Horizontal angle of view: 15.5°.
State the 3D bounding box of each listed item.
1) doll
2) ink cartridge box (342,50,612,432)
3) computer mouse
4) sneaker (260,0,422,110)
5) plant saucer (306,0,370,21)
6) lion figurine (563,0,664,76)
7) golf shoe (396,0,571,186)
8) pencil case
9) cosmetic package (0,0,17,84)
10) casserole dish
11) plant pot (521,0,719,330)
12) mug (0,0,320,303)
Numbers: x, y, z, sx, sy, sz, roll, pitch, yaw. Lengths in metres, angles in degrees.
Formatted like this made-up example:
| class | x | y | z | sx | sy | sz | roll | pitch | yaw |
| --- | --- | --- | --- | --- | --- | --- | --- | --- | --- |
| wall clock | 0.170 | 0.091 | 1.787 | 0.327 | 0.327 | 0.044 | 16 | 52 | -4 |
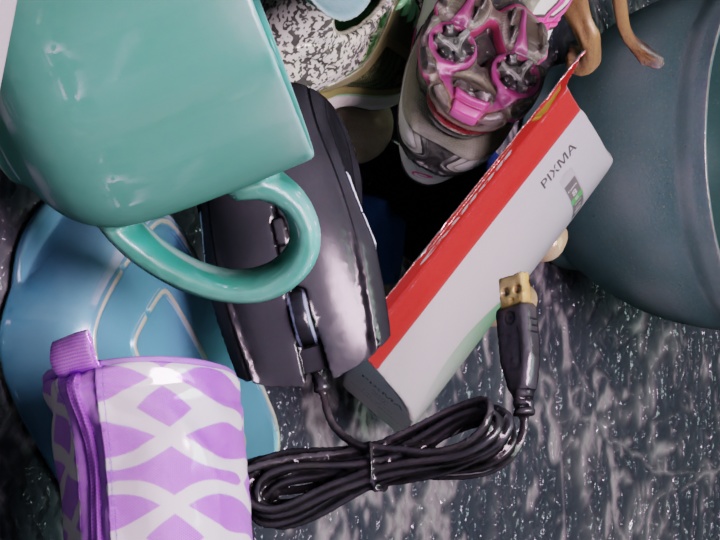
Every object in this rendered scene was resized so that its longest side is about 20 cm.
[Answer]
| class | x | y | z | sx | sy | sz | roll | pitch | yaw |
| --- | --- | --- | --- | --- | --- | --- | --- | --- | --- |
| doll | 0.037 | -0.035 | 1.348 | 0.200 | 0.048 | 0.137 | 42 | 70 | -51 |
| ink cartridge box | 0.059 | -0.008 | 1.233 | 0.161 | 0.050 | 0.200 | -52 | 179 | -10 |
| computer mouse | 0.000 | 0.000 | 1.104 | 0.046 | 0.139 | 0.201 | 65 | 16 | -68 |
| sneaker | 0.004 | -0.121 | 1.231 | 0.077 | 0.089 | 0.200 | 50 | 33 | 3 |
| plant saucer | -0.034 | -0.202 | 1.096 | 0.201 | 0.038 | 0.202 | -5 | 90 | -72 |
| lion figurine | 0.085 | -0.193 | 1.342 | 0.072 | 0.200 | 0.123 | -43 | 159 | -28 |
| golf shoe | 0.061 | -0.130 | 1.245 | 0.201 | 0.072 | 0.092 | -64 | -175 | -32 |
| pencil case | -0.083 | 0.130 | 1.013 | 0.085 | 0.084 | 0.201 | 16 | 61 | -44 |
| cosmetic package | -0.179 | -0.114 | 0.911 | 0.085 | 0.107 | 0.201 | 32 | 63 | -57 |
| casserole dish | -0.087 | 0.053 | 1.137 | 0.121 | 0.039 | 0.201 | -62 | 141 | -40 |
| plant pot | 0.172 | -0.062 | 1.506 | 0.200 | 0.133 | 0.202 | 6 | 84 | -61 |
| mug | -0.092 | -0.080 | 1.015 | 0.152 | 0.114 | 0.186 | 66 | 4 | -72 |
